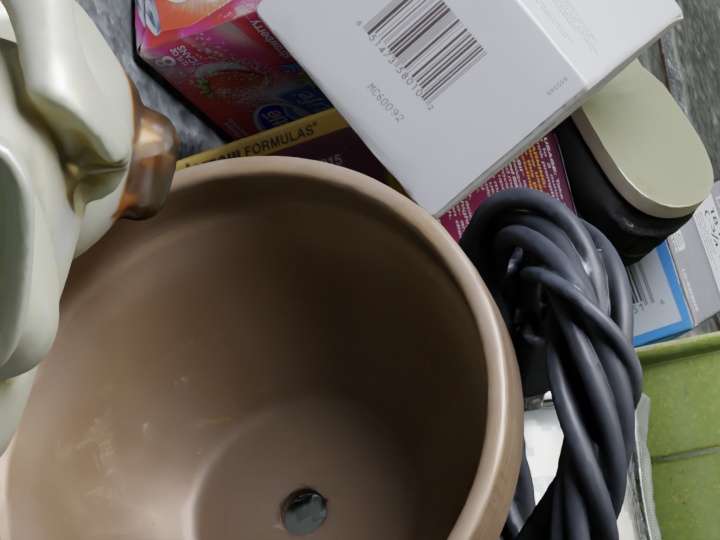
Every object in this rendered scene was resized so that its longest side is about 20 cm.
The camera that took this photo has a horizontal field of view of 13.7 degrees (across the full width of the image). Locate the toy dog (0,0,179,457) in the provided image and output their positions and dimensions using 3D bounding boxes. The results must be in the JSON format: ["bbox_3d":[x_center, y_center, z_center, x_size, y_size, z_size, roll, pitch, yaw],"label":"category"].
[{"bbox_3d":[-0.127,-0.021,0.958,0.200,0.139,0.194,-64,145,-58],"label":"toy dog"}]

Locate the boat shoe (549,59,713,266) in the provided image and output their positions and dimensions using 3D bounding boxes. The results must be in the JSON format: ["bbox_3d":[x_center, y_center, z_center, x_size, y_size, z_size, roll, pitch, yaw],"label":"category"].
[{"bbox_3d":[0.090,-0.096,1.346,0.074,0.063,0.202,-8,64,-33],"label":"boat shoe"}]

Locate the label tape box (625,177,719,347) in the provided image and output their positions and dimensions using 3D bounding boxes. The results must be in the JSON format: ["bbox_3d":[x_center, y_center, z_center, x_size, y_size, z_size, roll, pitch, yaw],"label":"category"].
[{"bbox_3d":[0.117,0.008,1.477,0.200,0.144,0.063,-22,92,-68],"label":"label tape box"}]

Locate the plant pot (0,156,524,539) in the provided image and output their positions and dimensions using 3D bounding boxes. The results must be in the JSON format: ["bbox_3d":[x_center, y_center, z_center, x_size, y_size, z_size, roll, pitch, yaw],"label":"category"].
[{"bbox_3d":[-0.034,0.069,1.031,0.093,0.201,0.201,51,29,-60],"label":"plant pot"}]

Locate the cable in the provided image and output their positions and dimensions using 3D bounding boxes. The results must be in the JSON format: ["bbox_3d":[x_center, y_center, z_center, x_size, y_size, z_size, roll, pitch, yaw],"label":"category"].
[{"bbox_3d":[0.057,0.062,1.046,0.200,0.051,0.163,111,-19,-65],"label":"cable"}]

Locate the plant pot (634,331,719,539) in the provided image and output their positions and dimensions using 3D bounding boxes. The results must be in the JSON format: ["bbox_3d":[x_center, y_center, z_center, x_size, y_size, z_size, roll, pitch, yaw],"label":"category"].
[{"bbox_3d":[0.177,0.124,1.301,0.200,0.200,0.190,4,76,-66],"label":"plant pot"}]

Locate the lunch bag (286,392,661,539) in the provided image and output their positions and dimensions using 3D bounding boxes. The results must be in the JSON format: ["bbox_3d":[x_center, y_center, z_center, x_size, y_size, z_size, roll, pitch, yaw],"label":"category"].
[{"bbox_3d":[0.051,0.147,1.196,0.139,0.168,0.200,27,49,-60],"label":"lunch bag"}]

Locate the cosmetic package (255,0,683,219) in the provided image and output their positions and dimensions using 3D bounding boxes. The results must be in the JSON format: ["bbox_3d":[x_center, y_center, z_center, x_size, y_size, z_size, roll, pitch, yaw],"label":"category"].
[{"bbox_3d":[0.049,-0.101,1.166,0.108,0.085,0.200,50,19,2],"label":"cosmetic package"}]

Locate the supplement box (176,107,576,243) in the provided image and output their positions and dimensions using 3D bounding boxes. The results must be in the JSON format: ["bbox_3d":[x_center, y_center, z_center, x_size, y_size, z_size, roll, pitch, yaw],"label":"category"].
[{"bbox_3d":[0.000,0.000,1.234,0.200,0.131,0.103,1,73,-65],"label":"supplement box"}]

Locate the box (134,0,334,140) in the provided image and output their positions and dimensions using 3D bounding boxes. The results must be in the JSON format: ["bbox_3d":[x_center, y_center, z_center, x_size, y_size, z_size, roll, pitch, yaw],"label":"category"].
[{"bbox_3d":[-0.009,-0.103,1.325,0.200,0.100,0.096,40,38,-51],"label":"box"}]
